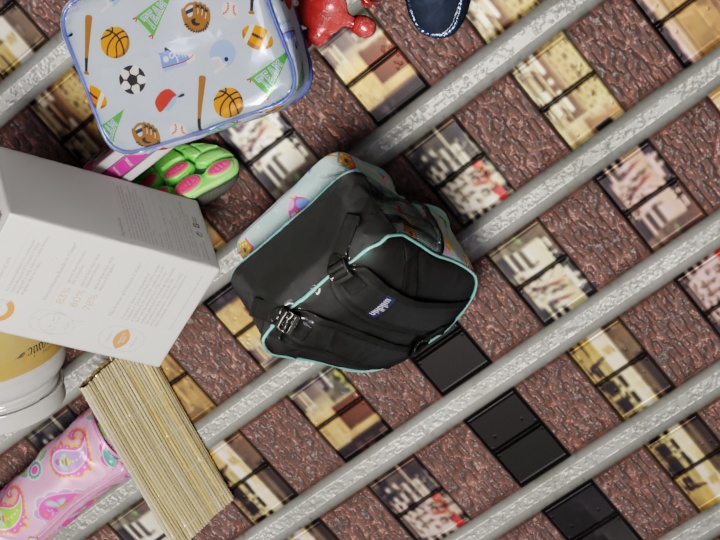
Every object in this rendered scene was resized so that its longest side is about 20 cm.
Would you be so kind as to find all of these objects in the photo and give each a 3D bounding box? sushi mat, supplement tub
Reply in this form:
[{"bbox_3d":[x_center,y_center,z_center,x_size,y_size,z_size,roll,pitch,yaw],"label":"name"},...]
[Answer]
[{"bbox_3d":[-0.197,0.169,1.658,0.012,0.096,0.201,-8,116,44],"label":"sushi mat"},{"bbox_3d":[-0.358,0.040,1.592,0.144,0.145,0.201,-6,113,10],"label":"supplement tub"}]

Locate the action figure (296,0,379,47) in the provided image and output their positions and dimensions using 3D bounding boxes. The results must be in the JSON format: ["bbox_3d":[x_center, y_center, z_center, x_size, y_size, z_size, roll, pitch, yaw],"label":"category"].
[{"bbox_3d":[-0.066,-0.233,1.474,0.199,0.099,0.066,22,93,23],"label":"action figure"}]

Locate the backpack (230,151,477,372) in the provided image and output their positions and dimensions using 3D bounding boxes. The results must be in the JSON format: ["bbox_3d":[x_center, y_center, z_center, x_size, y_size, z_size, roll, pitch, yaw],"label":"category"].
[{"bbox_3d":[0.000,0.000,1.514,0.176,0.154,0.200,-44,139,20],"label":"backpack"}]

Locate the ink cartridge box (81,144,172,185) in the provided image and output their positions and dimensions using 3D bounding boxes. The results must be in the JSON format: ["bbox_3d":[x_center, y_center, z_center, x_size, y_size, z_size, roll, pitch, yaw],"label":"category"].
[{"bbox_3d":[-0.209,-0.104,1.535,0.200,0.095,0.037,-38,104,21],"label":"ink cartridge box"}]

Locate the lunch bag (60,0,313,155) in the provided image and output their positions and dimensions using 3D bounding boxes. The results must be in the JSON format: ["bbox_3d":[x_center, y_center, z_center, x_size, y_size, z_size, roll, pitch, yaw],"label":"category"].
[{"bbox_3d":[-0.140,-0.192,1.405,0.199,0.076,0.161,-17,98,17],"label":"lunch bag"}]

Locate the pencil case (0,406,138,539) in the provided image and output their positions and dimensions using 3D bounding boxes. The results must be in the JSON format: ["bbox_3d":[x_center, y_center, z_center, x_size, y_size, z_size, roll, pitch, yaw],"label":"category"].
[{"bbox_3d":[-0.300,0.217,1.692,0.200,0.088,0.087,-41,103,19],"label":"pencil case"}]

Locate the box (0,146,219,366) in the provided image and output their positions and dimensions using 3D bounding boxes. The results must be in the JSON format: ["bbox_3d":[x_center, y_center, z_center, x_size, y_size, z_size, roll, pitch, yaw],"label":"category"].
[{"bbox_3d":[-0.244,-0.010,1.472,0.199,0.098,0.125,16,123,-32],"label":"box"}]

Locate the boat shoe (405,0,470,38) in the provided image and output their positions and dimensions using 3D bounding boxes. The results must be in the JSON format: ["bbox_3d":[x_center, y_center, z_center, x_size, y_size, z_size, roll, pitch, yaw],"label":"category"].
[{"bbox_3d":[0.056,-0.291,1.433,0.084,0.069,0.201,-3,113,9],"label":"boat shoe"}]

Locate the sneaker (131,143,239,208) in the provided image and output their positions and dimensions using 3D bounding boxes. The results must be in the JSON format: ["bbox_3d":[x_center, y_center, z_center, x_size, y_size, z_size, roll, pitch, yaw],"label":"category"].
[{"bbox_3d":[-0.187,-0.044,1.583,0.200,0.077,0.084,-38,136,16],"label":"sneaker"}]
